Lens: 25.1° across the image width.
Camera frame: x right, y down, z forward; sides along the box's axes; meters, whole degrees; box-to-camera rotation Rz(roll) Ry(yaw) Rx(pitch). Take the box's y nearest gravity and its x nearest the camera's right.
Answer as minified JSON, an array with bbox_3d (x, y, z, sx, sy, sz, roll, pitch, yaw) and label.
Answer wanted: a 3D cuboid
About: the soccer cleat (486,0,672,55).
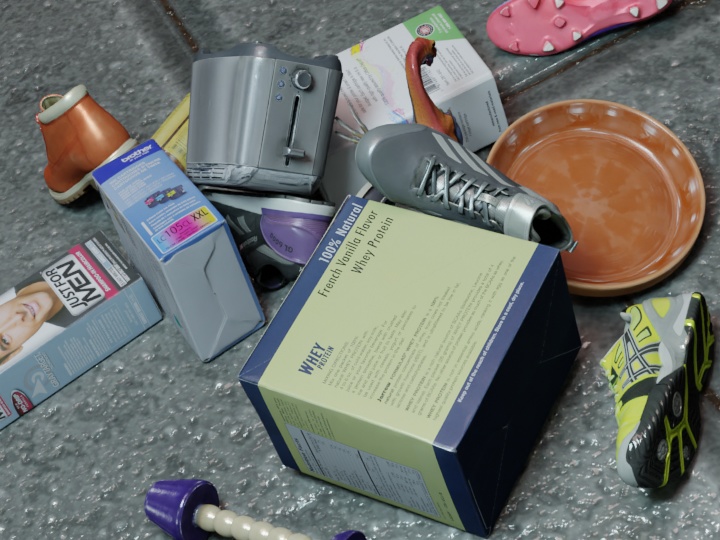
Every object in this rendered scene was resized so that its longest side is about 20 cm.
[{"bbox_3d":[0.229,-0.270,1.670,0.198,0.067,0.076,-15,11,16],"label":"soccer cleat"}]

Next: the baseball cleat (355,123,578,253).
[{"bbox_3d":[0.094,-0.066,1.324,0.106,0.198,0.070,26,96,64],"label":"baseball cleat"}]

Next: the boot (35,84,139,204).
[{"bbox_3d":[-0.296,-0.134,1.667,0.075,0.107,0.200,-46,14,-26],"label":"boot"}]

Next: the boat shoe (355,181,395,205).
[{"bbox_3d":[0.000,0.000,1.489,0.062,0.073,0.201,19,57,13],"label":"boat shoe"}]

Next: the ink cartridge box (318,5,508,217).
[{"bbox_3d":[0.027,-0.159,1.614,0.198,0.084,0.145,-26,42,-3],"label":"ink cartridge box"}]

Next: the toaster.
[{"bbox_3d":[-0.099,-0.140,1.516,0.113,0.131,0.199,7,1,-29],"label":"toaster"}]

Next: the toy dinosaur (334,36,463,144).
[{"bbox_3d":[0.082,-0.115,1.468,0.199,0.183,0.105,27,50,32],"label":"toy dinosaur"}]

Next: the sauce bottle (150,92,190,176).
[{"bbox_3d":[-0.161,-0.162,1.713,0.066,0.066,0.200,14,53,33],"label":"sauce bottle"}]

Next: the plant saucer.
[{"bbox_3d":[0.206,-0.063,1.441,0.198,0.032,0.202,0,59,0],"label":"plant saucer"}]

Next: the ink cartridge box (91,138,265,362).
[{"bbox_3d":[-0.180,-0.029,1.531,0.076,0.137,0.200,-31,43,-15],"label":"ink cartridge box"}]

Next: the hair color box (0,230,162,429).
[{"bbox_3d":[-0.302,0.058,1.551,0.199,0.061,0.099,-35,44,-13],"label":"hair color box"}]

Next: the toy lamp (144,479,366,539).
[{"bbox_3d":[-0.090,0.210,1.311,0.198,0.059,0.058,10,51,30],"label":"toy lamp"}]

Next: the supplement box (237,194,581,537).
[{"bbox_3d":[0.044,0.074,1.313,0.198,0.135,0.201,15,58,27],"label":"supplement box"}]

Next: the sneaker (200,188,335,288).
[{"bbox_3d":[-0.102,-0.030,1.546,0.075,0.089,0.199,6,2,-33],"label":"sneaker"}]

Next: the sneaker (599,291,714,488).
[{"bbox_3d":[0.229,0.098,1.288,0.076,0.076,0.201,-5,34,28],"label":"sneaker"}]
